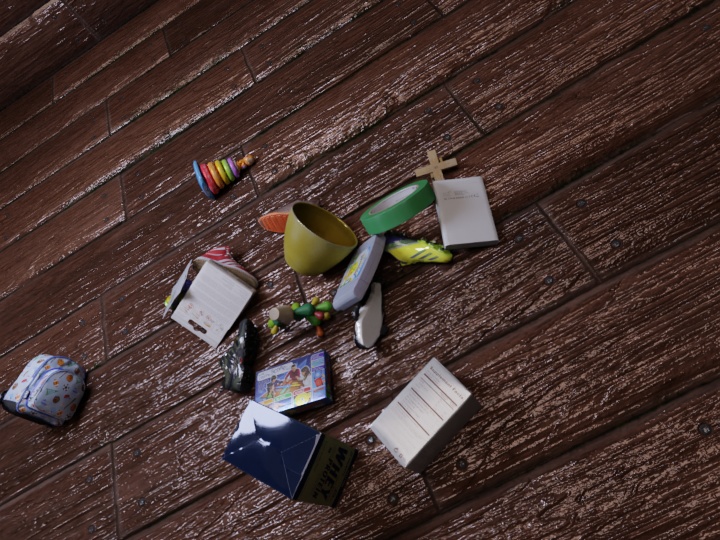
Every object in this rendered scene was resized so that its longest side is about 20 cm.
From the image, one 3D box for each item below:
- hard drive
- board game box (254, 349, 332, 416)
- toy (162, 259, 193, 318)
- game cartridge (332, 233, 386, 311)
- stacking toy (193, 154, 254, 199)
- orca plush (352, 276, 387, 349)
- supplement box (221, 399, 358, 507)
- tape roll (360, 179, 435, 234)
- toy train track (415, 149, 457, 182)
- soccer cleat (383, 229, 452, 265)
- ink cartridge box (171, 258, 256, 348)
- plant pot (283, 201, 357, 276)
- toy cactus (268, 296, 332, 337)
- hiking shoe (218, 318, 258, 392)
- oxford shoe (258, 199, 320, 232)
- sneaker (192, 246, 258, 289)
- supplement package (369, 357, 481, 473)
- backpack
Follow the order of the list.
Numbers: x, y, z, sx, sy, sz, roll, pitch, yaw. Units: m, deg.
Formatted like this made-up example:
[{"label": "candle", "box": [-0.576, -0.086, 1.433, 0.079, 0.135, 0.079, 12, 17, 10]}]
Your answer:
[{"label": "hard drive", "box": [0.263, -0.148, 1.290, 0.131, 0.027, 0.201, -6, 60, 0]}, {"label": "board game box", "box": [-0.169, 0.288, 1.261, 0.199, 0.034, 0.136, -20, 47, 14]}, {"label": "toy", "box": [-0.529, 0.064, 1.506, 0.200, 0.047, 0.116, -35, 38, 45]}, {"label": "game cartridge", "box": [0.000, 0.000, 1.287, 0.133, 0.040, 0.200, -31, 31, 52]}, {"label": "stacking toy", "box": [-0.448, -0.336, 1.709, 0.199, 0.116, 0.110, -25, 56, -6]}, {"label": "orca plush", "box": [0.008, 0.110, 1.270, 0.071, 0.105, 0.201, -31, 52, 46]}, {"label": "supplement box", "box": [-0.147, 0.400, 1.105, 0.199, 0.200, 0.135, 15, 70, 30]}, {"label": "tape roll", "box": [0.096, -0.164, 1.314, 0.200, 0.048, 0.201, -29, 16, 9]}, {"label": "toy train track", "box": [0.217, -0.238, 1.382, 0.114, 0.033, 0.201, -15, 64, 9]}, {"label": "soccer cleat", "box": [0.141, -0.046, 1.306, 0.200, 0.065, 0.084, 19, 103, 27]}, {"label": "ink cartridge box", "box": [-0.416, 0.094, 1.444, 0.161, 0.050, 0.200, 35, 101, -1]}, {"label": "plant pot", "box": [-0.127, -0.068, 1.371, 0.200, 0.200, 0.142, 51, 119, 35]}, {"label": "toy cactus", "box": [-0.173, 0.122, 1.298, 0.199, 0.165, 0.103, -7, 82, 27]}, {"label": "hiking shoe", "box": [-0.337, 0.225, 1.362, 0.100, 0.076, 0.201, -6, 63, 18]}, {"label": "oxford shoe", "box": [-0.209, -0.167, 1.527, 0.199, 0.071, 0.073, -8, 41, 16]}, {"label": "sneaker", "box": [-0.382, -0.009, 1.511, 0.199, 0.071, 0.113, 22, 28, 3]}, {"label": "supplement package", "box": [0.140, 0.307, 1.073, 0.200, 0.117, 0.117, -46, 55, -4]}, {"label": "backpack", "box": [-0.923, 0.348, 1.508, 0.153, 0.200, 0.191, -3, 56, 18]}]
